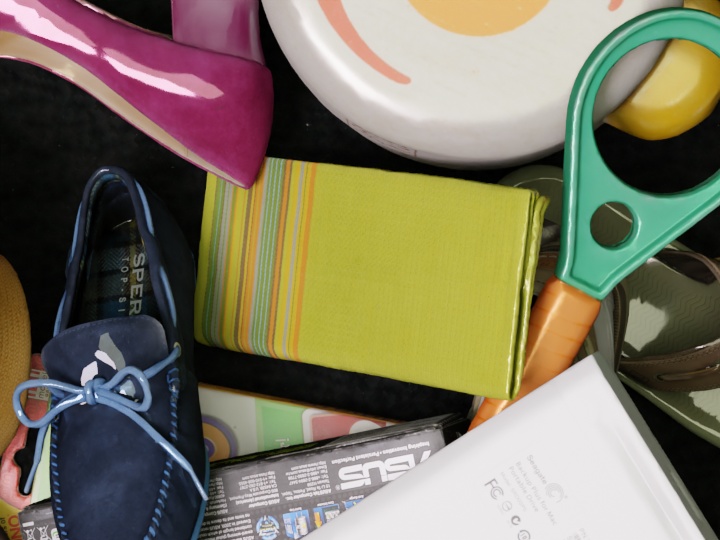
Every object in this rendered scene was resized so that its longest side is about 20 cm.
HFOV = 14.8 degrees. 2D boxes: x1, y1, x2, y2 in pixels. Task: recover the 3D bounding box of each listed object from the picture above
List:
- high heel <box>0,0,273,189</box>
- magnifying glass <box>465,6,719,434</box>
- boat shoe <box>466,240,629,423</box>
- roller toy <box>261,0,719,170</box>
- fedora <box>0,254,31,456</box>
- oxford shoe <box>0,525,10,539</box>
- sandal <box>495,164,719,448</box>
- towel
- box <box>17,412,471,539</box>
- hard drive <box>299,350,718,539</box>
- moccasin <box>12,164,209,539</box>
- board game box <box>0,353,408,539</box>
[{"bbox_3d":[-0.137,-0.082,1.201,0.198,0.067,0.097,0,84,0],"label":"high heel"},{"bbox_3d":[0.097,-0.012,1.107,0.079,0.022,0.201,26,98,-10],"label":"magnifying glass"},{"bbox_3d":[0.072,0.090,1.177,0.074,0.068,0.202,5,102,22],"label":"boat shoe"},{"bbox_3d":[0.048,-0.133,1.164,0.181,0.140,0.201,-19,89,2],"label":"roller toy"},{"bbox_3d":[-0.197,0.042,1.179,0.081,0.200,0.202,9,89,-37],"label":"fedora"},{"bbox_3d":[-0.232,0.173,1.215,0.199,0.071,0.073,-30,56,7],"label":"oxford shoe"},{"bbox_3d":[0.138,0.023,1.200,0.200,0.057,0.080,27,90,2],"label":"sandal"},{"bbox_3d":[0.000,0.000,1.159,0.018,0.199,0.087,3,94,-43],"label":"towel"},{"bbox_3d":[-0.031,0.173,1.162,0.199,0.047,0.194,-13,91,19],"label":"box"},{"bbox_3d":[0.046,0.141,1.098,0.199,0.026,0.132,-33,84,15],"label":"hard drive"},{"bbox_3d":[-0.109,0.043,1.153,0.080,0.068,0.201,-16,49,8],"label":"moccasin"},{"bbox_3d":[-0.063,0.100,1.222,0.199,0.030,0.096,10,90,4],"label":"board game box"}]
